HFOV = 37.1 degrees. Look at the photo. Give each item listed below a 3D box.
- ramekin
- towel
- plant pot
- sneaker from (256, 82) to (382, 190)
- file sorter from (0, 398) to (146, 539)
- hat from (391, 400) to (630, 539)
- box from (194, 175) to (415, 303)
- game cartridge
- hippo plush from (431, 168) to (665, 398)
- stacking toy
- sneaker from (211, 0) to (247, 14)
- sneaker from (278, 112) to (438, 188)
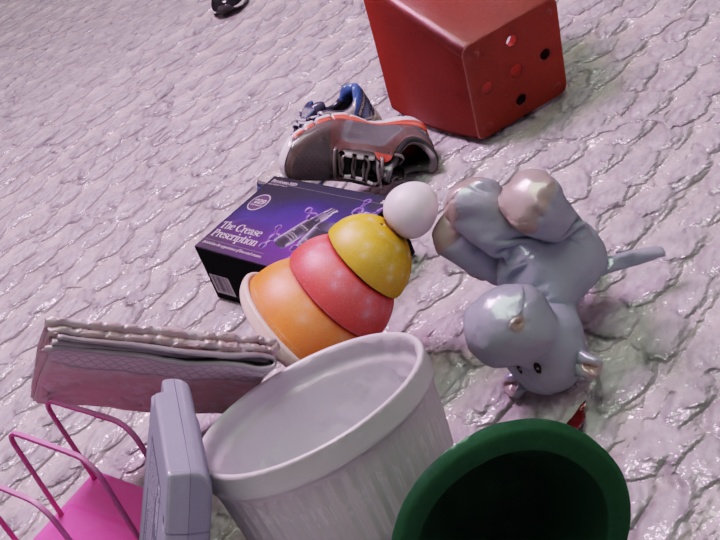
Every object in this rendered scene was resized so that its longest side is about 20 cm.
[{"bbox_3d":[-0.019,0.145,0.835,0.198,0.106,0.200,-24,14,7],"label":"ramekin"},{"bbox_3d":[-0.183,0.090,0.937,0.197,0.191,0.033,7,68,-17],"label":"towel"},{"bbox_3d":[0.142,-0.280,1.309,0.198,0.201,0.177,-30,45,-11],"label":"plant pot"},{"bbox_3d":[-0.063,-0.170,1.363,0.199,0.086,0.077,-41,37,-24],"label":"sneaker"},{"bbox_3d":[-0.269,0.223,0.899,0.137,0.127,0.200,7,44,39],"label":"file sorter"},{"bbox_3d":[0.088,0.150,0.775,0.166,0.199,0.176,-50,26,7],"label":"hat"},{"bbox_3d":[-0.062,-0.023,1.166,0.198,0.080,0.141,14,45,43],"label":"box"},{"bbox_3d":[-0.141,0.202,0.800,0.040,0.203,0.134,3,28,-14],"label":"game cartridge"},{"bbox_3d":[0.139,0.027,0.934,0.158,0.199,0.163,-14,56,47],"label":"hippo plush"},{"bbox_3d":[0.000,0.000,0.974,0.200,0.146,0.147,-45,30,13],"label":"stacking toy"},{"bbox_3d":[-0.254,-0.554,2.021,0.075,0.088,0.201,-13,35,14],"label":"sneaker"},{"bbox_3d":[0.004,-0.134,1.246,0.197,0.078,0.082,-12,41,-21],"label":"sneaker"}]
